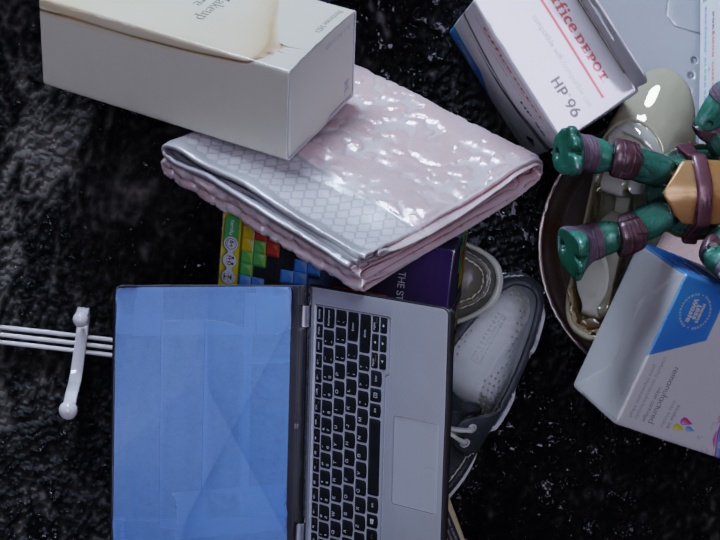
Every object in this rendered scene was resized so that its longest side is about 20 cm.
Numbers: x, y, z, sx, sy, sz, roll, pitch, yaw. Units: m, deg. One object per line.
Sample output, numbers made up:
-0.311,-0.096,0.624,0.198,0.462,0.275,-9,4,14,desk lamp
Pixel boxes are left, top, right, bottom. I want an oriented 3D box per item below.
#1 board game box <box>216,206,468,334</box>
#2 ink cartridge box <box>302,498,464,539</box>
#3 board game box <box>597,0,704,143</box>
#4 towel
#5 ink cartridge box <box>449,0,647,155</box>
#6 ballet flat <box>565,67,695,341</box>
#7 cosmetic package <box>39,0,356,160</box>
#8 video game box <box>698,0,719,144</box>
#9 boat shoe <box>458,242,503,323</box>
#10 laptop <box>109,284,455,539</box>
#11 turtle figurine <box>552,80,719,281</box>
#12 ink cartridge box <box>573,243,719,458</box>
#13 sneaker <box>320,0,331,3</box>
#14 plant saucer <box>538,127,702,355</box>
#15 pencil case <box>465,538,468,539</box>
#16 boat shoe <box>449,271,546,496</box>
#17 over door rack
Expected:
-0.019,0.056,1.512,0.164,0.057,0.202,10,112,11,board game box
-0.003,0.248,1.503,0.075,0.199,0.166,-18,89,-46,ink cartridge box
0.248,-0.196,1.590,0.199,0.026,0.201,-31,90,-18,board game box
-0.007,-0.074,1.494,0.199,0.032,0.190,30,43,32,towel
0.127,-0.150,1.516,0.068,0.200,0.117,-33,90,-4,ink cartridge box
0.184,-0.042,1.525,0.069,0.070,0.202,11,104,-3,ballet flat
-0.112,-0.154,1.509,0.198,0.104,0.074,17,127,20,cosmetic package
0.340,-0.159,1.572,0.198,0.047,0.184,5,82,-15,video game box
0.000,0.003,1.551,0.200,0.060,0.073,4,85,12,boat shoe
-0.052,0.109,1.388,0.115,0.199,0.189,-7,102,-46,laptop
0.229,-0.052,1.455,0.198,0.101,0.151,-6,77,-12,turtle figurine
0.263,0.070,1.538,0.199,0.067,0.117,18,101,-29,ink cartridge box
-0.013,-0.221,1.577,0.081,0.074,0.200,40,89,-6,sneaker
0.227,-0.015,1.604,0.198,0.032,0.202,0,88,-4,plant saucer
0.116,0.256,1.560,0.199,0.087,0.088,29,87,-1,pencil case
0.070,0.090,1.576,0.075,0.060,0.201,25,87,-2,boat shoe
-0.209,0.126,1.555,0.146,0.067,0.202,7,88,-3,over door rack
